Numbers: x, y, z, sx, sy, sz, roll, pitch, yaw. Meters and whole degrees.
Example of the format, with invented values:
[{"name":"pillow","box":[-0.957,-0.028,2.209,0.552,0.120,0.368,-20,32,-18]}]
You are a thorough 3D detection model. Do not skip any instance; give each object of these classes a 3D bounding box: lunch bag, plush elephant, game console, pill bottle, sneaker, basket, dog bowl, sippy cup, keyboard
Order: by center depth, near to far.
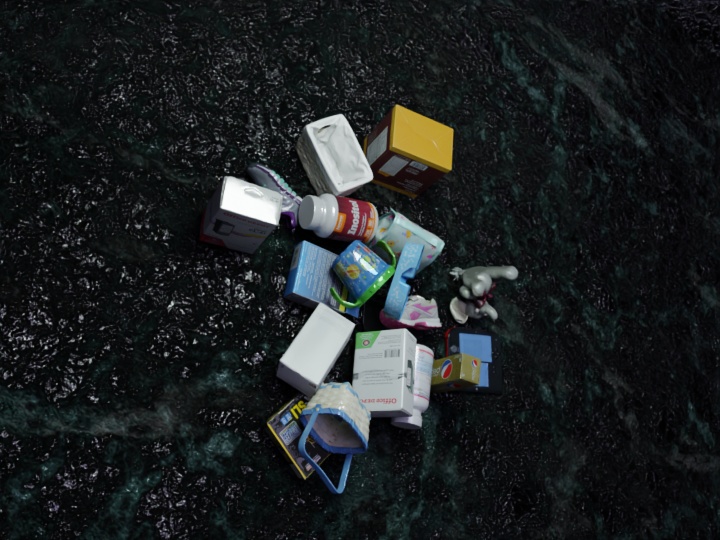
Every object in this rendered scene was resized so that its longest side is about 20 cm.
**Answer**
[{"name":"basket","box":[-0.060,0.373,1.412,0.178,0.136,0.202,60,32,-30]},{"name":"sippy cup","box":[0.000,0.000,1.583,0.131,0.140,0.178,46,32,1]},{"name":"dog bowl","box":[0.110,0.024,1.592,0.048,0.111,0.205,18,90,8]},{"name":"sneaker","box":[-0.225,-0.189,1.616,0.199,0.074,0.089,39,64,-13]},{"name":"pill bottle","box":[0.130,0.303,1.631,0.107,0.108,0.205,19,66,-22]},{"name":"pill bottle","box":[-0.059,-0.137,1.637,0.196,0.112,0.116,7,70,-35]},{"name":"lunch bag","box":[0.115,-0.076,1.693,0.168,0.199,0.124,29,62,-16]},{"name":"sneaker","box":[0.132,0.112,1.696,0.196,0.081,0.091,7,75,-35]},{"name":"basket","box":[-0.078,-0.297,1.703,0.134,0.123,0.204,-25,86,-32]},{"name":"keyboard","box":[0.090,0.117,1.723,0.196,0.020,0.131,12,74,-27]},{"name":"game console","box":[0.329,0.260,1.803,0.195,0.031,0.182,9,70,-26]},{"name":"plush elephant","box":[0.344,0.078,1.807,0.162,0.198,0.159,-23,108,-31]}]

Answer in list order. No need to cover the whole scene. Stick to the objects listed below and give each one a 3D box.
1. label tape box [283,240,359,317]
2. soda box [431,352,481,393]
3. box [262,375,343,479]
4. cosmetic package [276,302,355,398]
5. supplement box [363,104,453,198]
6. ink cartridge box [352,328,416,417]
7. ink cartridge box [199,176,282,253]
[{"name":"label tape box","box":[-0.090,0.030,1.623,0.197,0.066,0.147,24,63,-27]},{"name":"soda box","box":[0.231,0.274,1.642,0.063,0.199,0.069,19,65,-22]},{"name":"box","box":[-0.117,0.371,1.506,0.199,0.049,0.161,-37,92,-33]},{"name":"cosmetic package","box":[-0.108,0.193,1.520,0.111,0.082,0.201,31,54,7]},{"name":"supplement box","box":[0.131,-0.333,1.786,0.193,0.199,0.136,16,66,-23]},{"name":"ink cartridge box","box":[0.059,0.261,1.570,0.084,0.142,0.205,43,46,-54]},{"name":"ink cartridge box","box":[-0.288,-0.125,1.482,0.144,0.199,0.088,15,66,-23]}]
